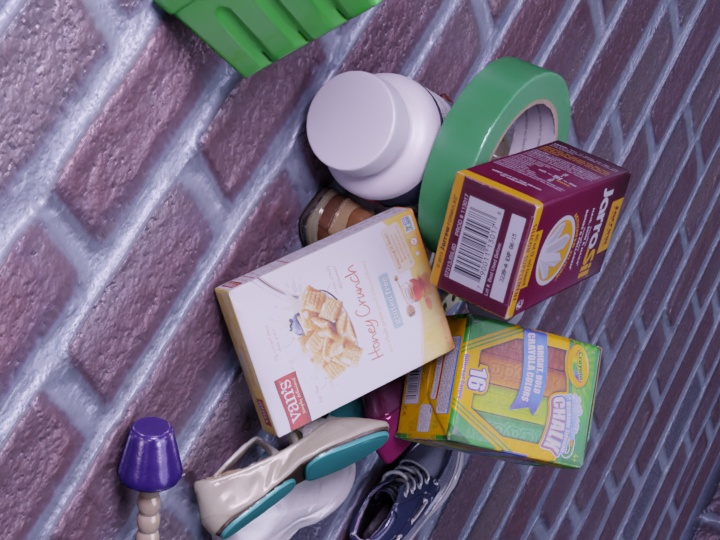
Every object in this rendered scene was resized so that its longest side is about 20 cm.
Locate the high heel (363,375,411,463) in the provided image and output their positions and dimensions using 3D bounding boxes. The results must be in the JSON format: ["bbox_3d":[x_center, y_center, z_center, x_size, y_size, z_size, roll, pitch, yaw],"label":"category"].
[{"bbox_3d":[0.080,0.123,1.533,0.199,0.067,0.097,-20,105,-32],"label":"high heel"}]

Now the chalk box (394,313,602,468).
[{"bbox_3d":[0.155,0.125,1.453,0.199,0.124,0.126,13,80,-22],"label":"chalk box"}]

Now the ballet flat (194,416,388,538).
[{"bbox_3d":[-0.067,0.175,1.372,0.199,0.069,0.070,-28,135,-22],"label":"ballet flat"}]

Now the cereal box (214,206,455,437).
[{"bbox_3d":[-0.020,0.045,1.335,0.199,0.039,0.145,-26,106,-24],"label":"cereal box"}]

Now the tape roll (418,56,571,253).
[{"bbox_3d":[0.129,-0.099,1.384,0.200,0.048,0.202,-41,145,-37],"label":"tape roll"}]

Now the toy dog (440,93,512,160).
[{"bbox_3d":[0.143,-0.149,1.600,0.200,0.131,0.097,1,67,-66],"label":"toy dog"}]

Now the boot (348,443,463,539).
[{"bbox_3d":[0.057,0.254,1.712,0.201,0.072,0.091,-58,156,-22],"label":"boot"}]

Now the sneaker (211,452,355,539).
[{"bbox_3d":[-0.074,0.209,1.452,0.200,0.075,0.089,-39,127,-45],"label":"sneaker"}]

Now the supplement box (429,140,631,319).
[{"bbox_3d":[0.157,-0.041,1.336,0.199,0.085,0.111,-21,130,-54],"label":"supplement box"}]

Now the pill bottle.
[{"bbox_3d":[0.033,-0.119,1.378,0.200,0.119,0.121,16,93,-63],"label":"pill bottle"}]

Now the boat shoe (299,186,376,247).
[{"bbox_3d":[0.000,0.000,1.442,0.076,0.073,0.200,-59,151,-22],"label":"boat shoe"}]

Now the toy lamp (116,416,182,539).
[{"bbox_3d":[-0.183,0.220,1.261,0.058,0.058,0.202,-31,132,-52],"label":"toy lamp"}]

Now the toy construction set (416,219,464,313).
[{"bbox_3d":[0.071,-0.004,1.568,0.131,0.092,0.201,-55,160,-27],"label":"toy construction set"}]

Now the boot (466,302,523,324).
[{"bbox_3d":[0.157,0.006,1.575,0.096,0.073,0.201,67,24,-47],"label":"boot"}]

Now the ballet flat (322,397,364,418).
[{"bbox_3d":[-0.046,0.115,1.445,0.070,0.069,0.200,-60,156,-19],"label":"ballet flat"}]

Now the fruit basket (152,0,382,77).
[{"bbox_3d":[-0.063,-0.272,1.068,0.156,0.214,0.217,-46,144,-41],"label":"fruit basket"}]
